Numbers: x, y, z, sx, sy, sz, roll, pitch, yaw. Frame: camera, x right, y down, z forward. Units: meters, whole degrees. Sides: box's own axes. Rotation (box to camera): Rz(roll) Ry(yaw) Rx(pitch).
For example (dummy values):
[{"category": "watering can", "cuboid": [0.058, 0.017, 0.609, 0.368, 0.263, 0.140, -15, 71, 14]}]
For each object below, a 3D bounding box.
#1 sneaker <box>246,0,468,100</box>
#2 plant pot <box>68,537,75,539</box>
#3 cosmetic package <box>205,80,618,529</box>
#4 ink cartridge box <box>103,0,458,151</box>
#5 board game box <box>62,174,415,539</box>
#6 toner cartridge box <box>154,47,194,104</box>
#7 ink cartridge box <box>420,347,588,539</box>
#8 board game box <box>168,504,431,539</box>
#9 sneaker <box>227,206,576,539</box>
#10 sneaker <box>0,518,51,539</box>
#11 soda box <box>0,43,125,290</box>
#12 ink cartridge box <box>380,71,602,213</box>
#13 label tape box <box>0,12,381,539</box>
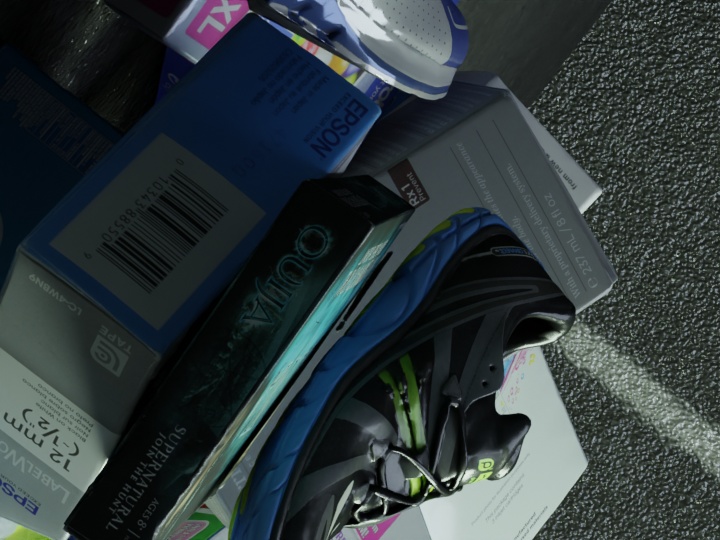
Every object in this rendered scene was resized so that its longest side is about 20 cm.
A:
[{"category": "sneaker", "cuboid": [-0.007, -0.140, 0.851, 0.115, 0.081, 0.199, -60, 146, 3]}, {"category": "plant pot", "cuboid": [-0.152, 0.182, 1.286, 0.200, 0.200, 0.180, 114, -12, -64]}, {"category": "cosmetic package", "cuboid": [-0.006, 0.012, 1.057, 0.200, 0.107, 0.090, -35, -163, -12]}, {"category": "ink cartridge box", "cuboid": [-0.012, -0.117, 0.987, 0.119, 0.042, 0.200, -56, 154, 2]}, {"category": "board game box", "cuboid": [-0.035, 0.029, 0.845, 0.135, 0.028, 0.200, -55, 177, 6]}, {"category": "toner cartridge box", "cuboid": [-0.043, -0.120, 1.104, 0.095, 0.043, 0.200, -47, 174, -21]}, {"category": "ink cartridge box", "cuboid": [0.010, 0.074, 1.388, 0.145, 0.145, 0.200, -47, 131, -29]}, {"category": "board game box", "cuboid": [-0.034, 0.175, 1.181, 0.040, 0.153, 0.200, -9, -164, 40]}, {"category": "sneaker", "cuboid": [0.017, 0.061, 0.919, 0.200, 0.083, 0.071, -51, 177, -30]}, {"category": "sneaker", "cuboid": [-0.180, 0.086, 1.045, 0.076, 0.105, 0.200, 26, 61, -55]}, {"category": "soda box", "cuboid": [-0.164, 0.019, 0.882, 0.200, 0.064, 0.068, -50, 175, -9]}, {"category": "ink cartridge box", "cuboid": [0.000, 0.000, 1.177, 0.200, 0.084, 0.146, -46, -165, -7]}, {"category": "label tape box", "cuboid": [-0.082, 0.020, 0.889, 0.143, 0.066, 0.200, -50, 173, -39]}]
